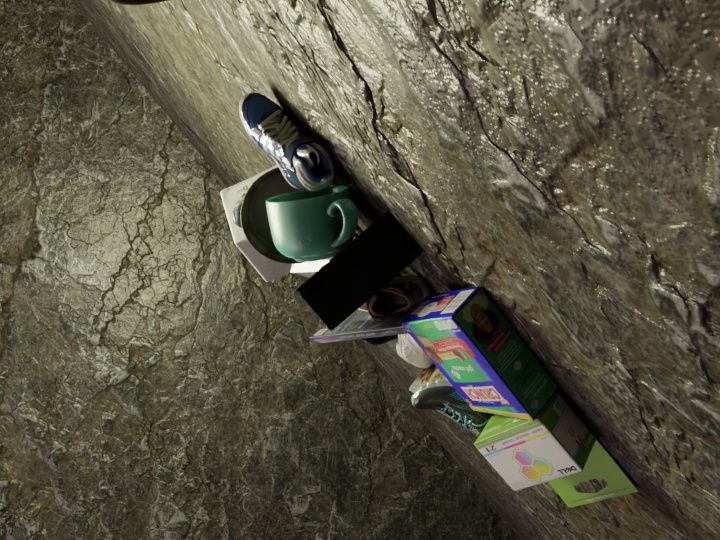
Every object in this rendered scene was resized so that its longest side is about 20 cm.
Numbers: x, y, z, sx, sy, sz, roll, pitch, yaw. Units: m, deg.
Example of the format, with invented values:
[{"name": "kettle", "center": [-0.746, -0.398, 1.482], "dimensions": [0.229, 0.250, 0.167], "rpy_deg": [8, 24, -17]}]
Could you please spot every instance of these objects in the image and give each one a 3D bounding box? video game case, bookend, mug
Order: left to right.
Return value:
[{"name": "mug", "center": [-0.083, -0.078, 1.128], "dimensions": [0.185, 0.152, 0.115], "rpy_deg": [-112, 12, -75]}, {"name": "bookend", "center": [0.000, 0.000, 1.139], "dimensions": [0.092, 0.199, 0.200], "rpy_deg": [49, -178, 0]}, {"name": "video game case", "center": [0.020, 0.099, 1.232], "dimensions": [0.143, 0.199, 0.019], "rpy_deg": [-38, -63, -64]}]

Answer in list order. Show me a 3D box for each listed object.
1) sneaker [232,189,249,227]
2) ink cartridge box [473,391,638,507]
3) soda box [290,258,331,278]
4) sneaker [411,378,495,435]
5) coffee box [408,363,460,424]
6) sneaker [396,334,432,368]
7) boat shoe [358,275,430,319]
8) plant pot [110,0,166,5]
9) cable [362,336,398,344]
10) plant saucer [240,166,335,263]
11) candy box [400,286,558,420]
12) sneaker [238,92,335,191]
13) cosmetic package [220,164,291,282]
[{"name": "sneaker", "center": [-0.155, -0.127, 1.274], "dimensions": [0.086, 0.200, 0.078], "rpy_deg": [49, 151, 34]}, {"name": "ink cartridge box", "center": [0.301, 0.302, 0.992], "dimensions": [0.200, 0.076, 0.148], "rpy_deg": [50, 136, 1]}, {"name": "soda box", "center": [-0.055, -0.020, 1.321], "dimensions": [0.068, 0.064, 0.200], "rpy_deg": [17, 166, -41]}, {"name": "sneaker", "center": [0.188, 0.238, 1.101], "dimensions": [0.078, 0.199, 0.091], "rpy_deg": [82, -172, -56]}, {"name": "coffee box", "center": [0.186, 0.243, 1.361], "dimensions": [0.080, 0.113, 0.200], "rpy_deg": [38, 173, -5]}, {"name": "sneaker", "center": [0.123, 0.146, 1.336], "dimensions": [0.099, 0.078, 0.200], "rpy_deg": [27, 155, 45]}, {"name": "boat shoe", "center": [0.038, 0.054, 1.214], "dimensions": [0.200, 0.072, 0.072], "rpy_deg": [-4, 113, 46]}, {"name": "plant pot", "center": [-0.119, -0.307, 0.448], "dimensions": [0.174, 0.200, 0.200], "rpy_deg": [69, 165, -17]}, {"name": "cable", "center": [0.024, 0.071, 1.409], "dimensions": [0.163, 0.200, 0.051], "rpy_deg": [15, 132, -4]}, {"name": "plant saucer", "center": [-0.130, -0.110, 1.235], "dimensions": [0.200, 0.200, 0.032], "rpy_deg": [54, -175, -28]}, {"name": "candy box", "center": [0.179, 0.129, 0.991], "dimensions": [0.200, 0.077, 0.169], "rpy_deg": [49, 159, -9]}, {"name": "sneaker", "center": [-0.117, -0.223, 1.092], "dimensions": [0.200, 0.081, 0.146], "rpy_deg": [56, 161, -20]}, {"name": "cosmetic package", "center": [-0.208, -0.110, 1.540], "dimensions": [0.200, 0.167, 0.167], "rpy_deg": [63, -177, -58]}]
